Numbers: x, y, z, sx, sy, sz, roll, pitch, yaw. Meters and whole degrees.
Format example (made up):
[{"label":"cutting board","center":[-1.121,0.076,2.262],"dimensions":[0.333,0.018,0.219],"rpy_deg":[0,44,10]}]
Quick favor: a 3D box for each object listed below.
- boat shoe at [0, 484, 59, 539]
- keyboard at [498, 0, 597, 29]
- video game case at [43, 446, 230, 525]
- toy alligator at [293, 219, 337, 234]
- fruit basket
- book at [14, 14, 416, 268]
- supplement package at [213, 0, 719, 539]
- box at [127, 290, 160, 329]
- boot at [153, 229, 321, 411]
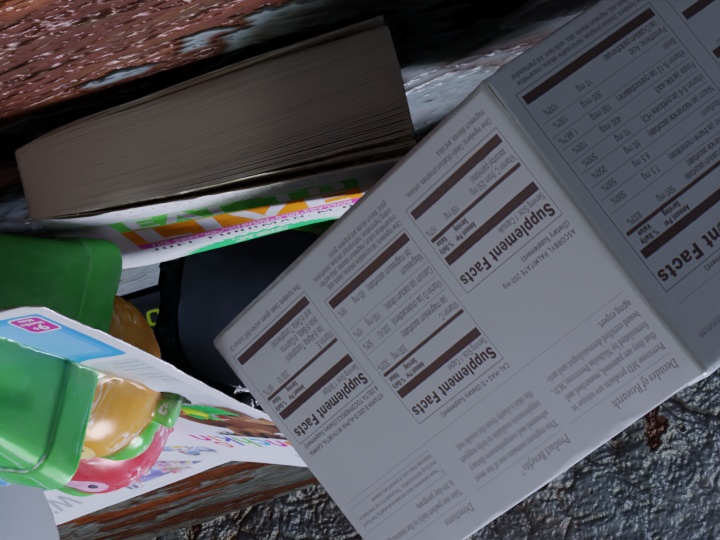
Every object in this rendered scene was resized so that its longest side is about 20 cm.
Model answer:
[{"label":"boat shoe","center":[-0.206,0.078,1.129],"dimensions":[0.064,0.071,0.200],"rpy_deg":[-20,136,37]},{"label":"keyboard","center":[0.148,-0.113,0.993],"dimensions":[0.199,0.011,0.056],"rpy_deg":[-14,172,-14]},{"label":"video game case","center":[-0.162,0.053,1.161],"dimensions":[0.143,0.018,0.200],"rpy_deg":[-23,142,40]},{"label":"toy alligator","center":[0.031,-0.016,1.307],"dimensions":[0.199,0.060,0.054],"rpy_deg":[-11,-149,-35]},{"label":"fruit basket","center":[-0.117,0.049,1.015],"dimensions":[0.185,0.094,0.200],"rpy_deg":[1,157,38]},{"label":"book","center":[-0.046,-0.038,1.023],"dimensions":[0.133,0.048,0.200],"rpy_deg":[-14,175,1]},{"label":"supplement package","center":[0.074,-0.008,0.934],"dimensions":[0.156,0.111,0.200],"rpy_deg":[-35,177,-36]},{"label":"box","center":[-0.088,0.038,1.469],"dimensions":[0.199,0.044,0.160],"rpy_deg":[-17,172,2]},{"label":"boot","center":[0.000,0.000,1.186],"dimensions":[0.167,0.201,0.077],"rpy_deg":[12,-148,-8]}]
